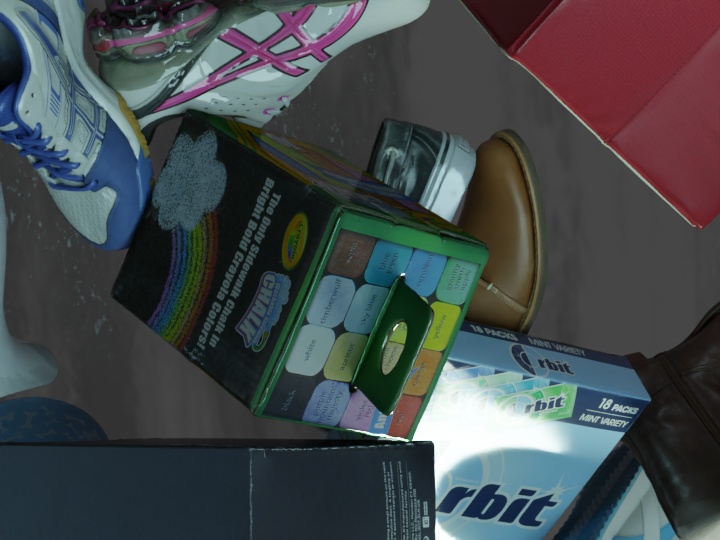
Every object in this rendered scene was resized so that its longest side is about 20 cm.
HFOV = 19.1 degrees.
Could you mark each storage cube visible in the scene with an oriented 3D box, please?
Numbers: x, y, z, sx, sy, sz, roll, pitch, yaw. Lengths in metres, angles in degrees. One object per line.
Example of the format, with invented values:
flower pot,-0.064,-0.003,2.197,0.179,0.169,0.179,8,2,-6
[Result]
storage cube,0.175,-0.165,1.222,0.171,0.200,0.180,39,101,-25

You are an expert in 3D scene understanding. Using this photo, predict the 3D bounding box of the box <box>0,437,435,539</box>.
box,-0.087,0.147,1.202,0.182,0.199,0.105,7,82,-55

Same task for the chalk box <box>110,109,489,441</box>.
chalk box,-0.022,0.012,1.183,0.124,0.200,0.125,14,105,-44

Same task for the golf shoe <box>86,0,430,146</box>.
golf shoe,-0.053,-0.132,1.236,0.199,0.073,0.092,-13,119,-1

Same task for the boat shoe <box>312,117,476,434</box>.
boat shoe,0.000,0.000,1.306,0.071,0.072,0.201,23,96,-8

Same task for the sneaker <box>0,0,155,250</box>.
sneaker,-0.182,-0.088,1.186,0.075,0.088,0.201,-6,119,33

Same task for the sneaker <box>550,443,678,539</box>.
sneaker,0.160,0.195,1.365,0.081,0.076,0.200,50,57,-12

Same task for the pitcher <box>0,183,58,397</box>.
pitcher,-0.265,0.004,1.177,0.172,0.121,0.201,-42,128,-41

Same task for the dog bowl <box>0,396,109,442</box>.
dog bowl,-0.197,0.179,1.315,0.111,0.050,0.201,-8,111,-13

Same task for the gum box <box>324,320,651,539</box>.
gum box,0.057,0.124,1.322,0.169,0.045,0.200,14,123,-34

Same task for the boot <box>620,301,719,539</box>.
boot,0.249,0.092,1.332,0.186,0.200,0.064,-25,115,-6

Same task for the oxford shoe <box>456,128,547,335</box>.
oxford shoe,0.067,0.012,1.315,0.071,0.071,0.201,-3,111,-27
